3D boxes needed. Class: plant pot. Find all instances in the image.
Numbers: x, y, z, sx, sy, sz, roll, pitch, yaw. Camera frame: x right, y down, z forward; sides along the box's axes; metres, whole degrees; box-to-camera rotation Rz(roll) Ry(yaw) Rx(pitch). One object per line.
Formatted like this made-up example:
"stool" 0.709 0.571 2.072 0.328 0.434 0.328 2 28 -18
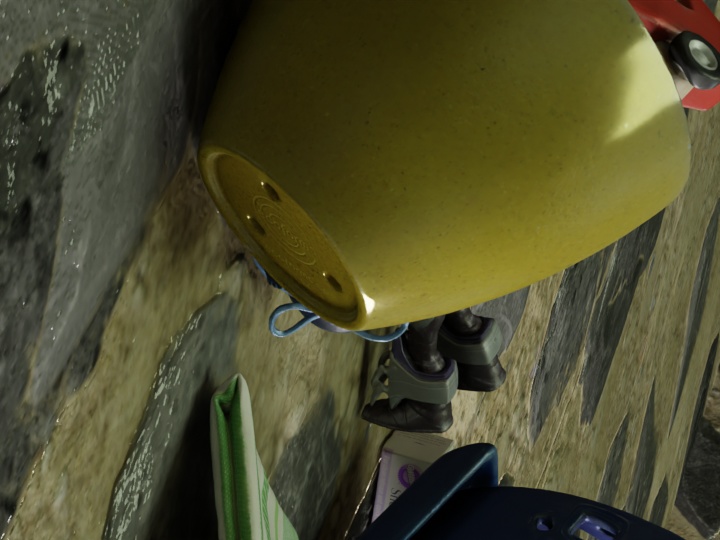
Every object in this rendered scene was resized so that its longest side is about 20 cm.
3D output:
"plant pot" 0.072 0.235 1.392 0.200 0.180 0.200 -42 149 -30
"plant pot" 0.017 -0.058 0.985 0.142 0.200 0.200 -43 155 -18

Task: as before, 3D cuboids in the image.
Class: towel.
"towel" -0.041 0.154 1.131 0.200 0.023 0.153 74 7 -61

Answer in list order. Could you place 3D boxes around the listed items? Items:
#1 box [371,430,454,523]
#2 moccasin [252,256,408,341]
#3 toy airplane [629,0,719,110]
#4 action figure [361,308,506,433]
"box" 0.024 0.199 1.526 0.039 0.041 0.201 -48 150 -62
"moccasin" 0.000 0.000 1.142 0.200 0.080 0.068 -21 122 -73
"toy airplane" 0.085 -0.158 1.159 0.141 0.199 0.200 -83 164 -47
"action figure" 0.040 0.000 1.346 0.130 0.069 0.201 -52 150 -44
